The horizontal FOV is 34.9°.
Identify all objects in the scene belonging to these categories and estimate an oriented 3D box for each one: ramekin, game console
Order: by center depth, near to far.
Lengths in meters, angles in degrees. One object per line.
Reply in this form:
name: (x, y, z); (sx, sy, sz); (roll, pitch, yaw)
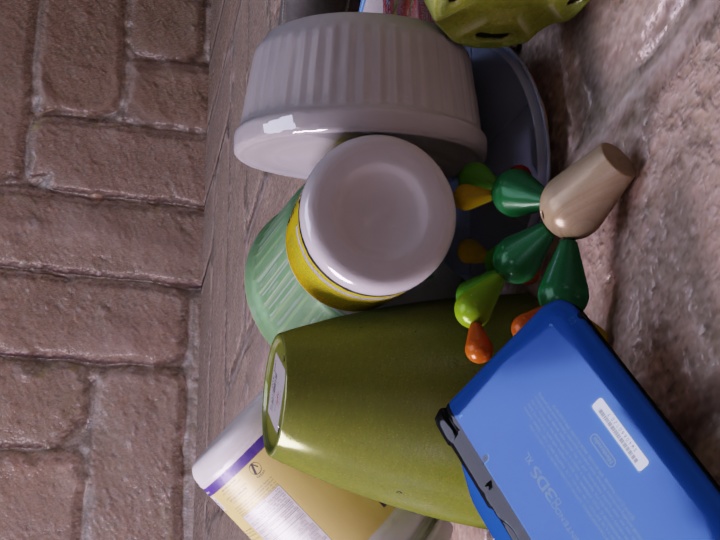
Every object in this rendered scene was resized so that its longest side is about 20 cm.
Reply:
game console: (0.140, 0.152, 0.694); (0.171, 0.118, 0.201); (-47, 49, 17)
ramekin: (0.001, -0.132, 0.900); (0.202, 0.200, 0.096); (160, 113, -74)
ramekin: (0.000, 0.000, 1.064); (0.098, 0.198, 0.202); (129, 145, -52)

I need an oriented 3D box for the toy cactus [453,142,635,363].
toy cactus: (0.130, -0.015, 0.792); (0.165, 0.101, 0.201); (-48, 34, 34)

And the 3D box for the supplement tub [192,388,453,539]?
supplement tub: (-0.031, 0.193, 0.991); (0.145, 0.200, 0.145); (-45, 1, 1)

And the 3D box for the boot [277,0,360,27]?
boot: (-0.019, -0.211, 1.035); (0.072, 0.181, 0.203); (8, 91, 31)

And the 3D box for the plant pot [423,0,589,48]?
plant pot: (0.094, -0.277, 0.849); (0.201, 0.198, 0.186); (119, 141, -57)

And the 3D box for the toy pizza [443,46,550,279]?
toy pizza: (0.102, -0.091, 0.948); (0.200, 0.031, 0.203); (17, 109, 61)

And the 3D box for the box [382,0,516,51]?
box: (0.077, -0.265, 1.043); (0.103, 0.093, 0.202); (126, 147, -62)

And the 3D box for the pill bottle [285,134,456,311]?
pill bottle: (0.000, -0.028, 0.884); (0.200, 0.111, 0.114); (139, 135, -78)

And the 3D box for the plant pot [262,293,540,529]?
plant pot: (0.028, 0.104, 0.888); (0.187, 0.197, 0.190); (-175, 90, -76)

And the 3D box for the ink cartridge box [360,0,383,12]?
ink cartridge box: (0.020, -0.284, 1.274); (0.201, 0.083, 0.147); (-94, 16, -52)
